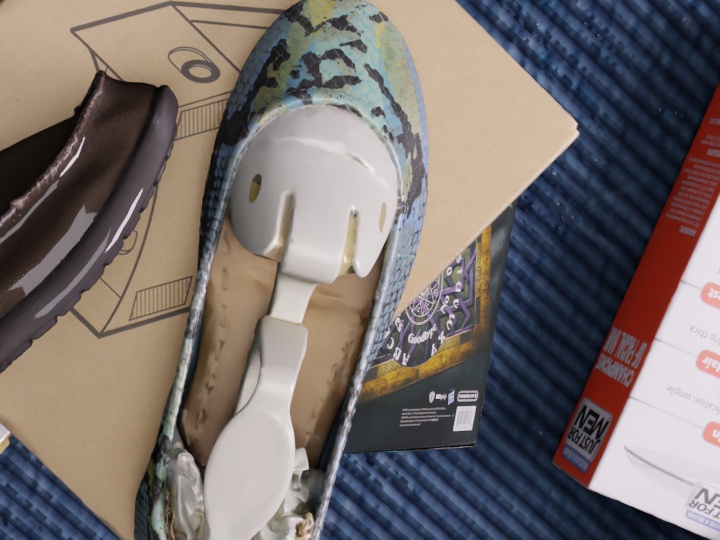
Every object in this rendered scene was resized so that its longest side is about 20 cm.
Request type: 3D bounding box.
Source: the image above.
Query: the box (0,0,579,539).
[{"bbox_3d":[-0.056,-0.032,0.760,0.200,0.021,0.163,-45,97,0],"label":"box"}]

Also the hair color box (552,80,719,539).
[{"bbox_3d":[0.171,0.012,0.954,0.111,0.064,0.200,24,91,-12],"label":"hair color box"}]

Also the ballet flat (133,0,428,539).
[{"bbox_3d":[-0.020,0.014,0.722,0.074,0.074,0.200,11,94,-10],"label":"ballet flat"}]

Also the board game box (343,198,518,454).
[{"bbox_3d":[0.000,0.000,0.868,0.028,0.200,0.135,11,93,28],"label":"board game box"}]

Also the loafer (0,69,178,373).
[{"bbox_3d":[-0.136,0.007,0.706,0.200,0.073,0.071,-45,99,0],"label":"loafer"}]

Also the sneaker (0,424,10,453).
[{"bbox_3d":[-0.218,0.058,0.893,0.200,0.075,0.090,-28,106,-5],"label":"sneaker"}]
